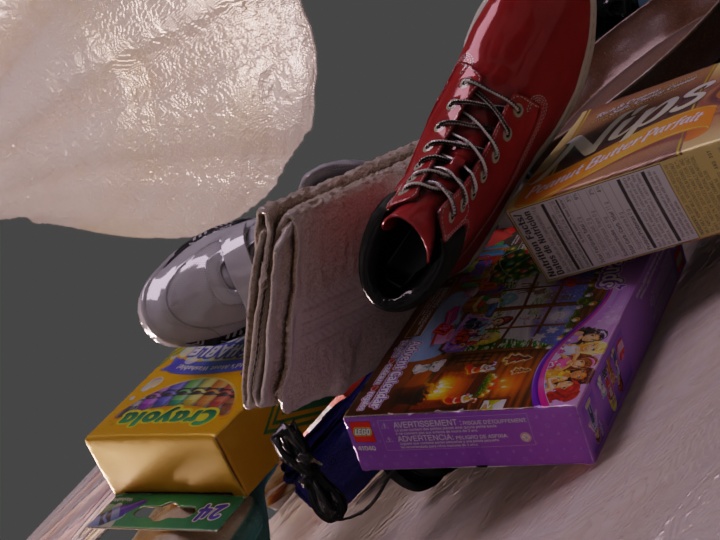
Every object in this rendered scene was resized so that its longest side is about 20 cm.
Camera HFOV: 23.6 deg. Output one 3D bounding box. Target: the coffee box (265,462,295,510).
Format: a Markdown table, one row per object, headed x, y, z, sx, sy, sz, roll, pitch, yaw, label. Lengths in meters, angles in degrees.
| x | y | z | sx | sy | sz | roll | pitch | yaw | label |
| --- | --- | --- | --- | --- | --- | --- | --- | --- | --- |
| -0.086 | 0.116 | 1.368 | 0.115 | 0.080 | 0.200 | -50 | -20 | 0 | coffee box |

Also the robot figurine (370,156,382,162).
| x | y | z | sx | sy | sz | roll | pitch | yaw | label |
| --- | --- | --- | --- | --- | --- | --- | --- | --- | --- |
| 0.021 | -0.003 | 1.462 | 0.200 | 0.125 | 0.150 | -48 | -6 | -32 | robot figurine |

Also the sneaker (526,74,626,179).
| x | y | z | sx | sy | sz | roll | pitch | yaw | label |
| --- | --- | --- | --- | --- | --- | --- | --- | --- | --- |
| 0.192 | -0.090 | 1.243 | 0.199 | 0.070 | 0.093 | -39 | -7 | 12 | sneaker |

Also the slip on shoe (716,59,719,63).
| x | y | z | sx | sy | sz | roll | pitch | yaw | label |
| --- | --- | --- | --- | --- | --- | --- | --- | --- | --- |
| 0.242 | -0.114 | 1.095 | 0.074 | 0.061 | 0.200 | -51 | 6 | -25 | slip on shoe |

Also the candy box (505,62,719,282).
| x | y | z | sx | sy | sz | roll | pitch | yaw | label |
| --- | --- | --- | --- | --- | --- | --- | --- | --- | --- |
| 0.187 | -0.066 | 0.927 | 0.199 | 0.055 | 0.115 | -19 | 21 | 42 | candy box |

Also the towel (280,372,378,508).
| x | y | z | sx | sy | sz | roll | pitch | yaw | label |
| --- | --- | --- | --- | --- | --- | --- | --- | --- | --- |
| 0.028 | 0.081 | 1.189 | 0.200 | 0.050 | 0.148 | -46 | -10 | -2 | towel |

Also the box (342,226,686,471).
| x | y | z | sx | sy | sz | roll | pitch | yaw | label |
| --- | --- | --- | --- | --- | --- | --- | --- | --- | --- |
| 0.091 | 0.036 | 0.961 | 0.136 | 0.039 | 0.200 | -5 | 28 | 29 | box |

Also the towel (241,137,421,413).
| x | y | z | sx | sy | sz | roll | pitch | yaw | label |
| --- | --- | --- | --- | --- | --- | --- | --- | --- | --- |
| 0.000 | 0.000 | 1.024 | 0.200 | 0.034 | 0.133 | -29 | -48 | -51 | towel |

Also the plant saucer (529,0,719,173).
| x | y | z | sx | sy | sz | roll | pitch | yaw | label |
| --- | --- | --- | --- | --- | --- | --- | --- | --- | --- |
| 0.173 | -0.125 | 1.114 | 0.200 | 0.035 | 0.200 | -40 | 9 | 8 | plant saucer |

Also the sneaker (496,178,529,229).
| x | y | z | sx | sy | sz | roll | pitch | yaw | label |
| --- | --- | --- | --- | --- | --- | --- | --- | --- | --- |
| 0.075 | -0.022 | 1.206 | 0.200 | 0.088 | 0.076 | -11 | 64 | 65 | sneaker |

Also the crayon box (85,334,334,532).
| x | y | z | sx | sy | sz | roll | pitch | yaw | label |
| --- | --- | --- | --- | --- | --- | --- | --- | --- | --- |
| -0.091 | 0.089 | 1.140 | 0.125 | 0.052 | 0.200 | -6 | 30 | 40 | crayon box |

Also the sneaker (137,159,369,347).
| x | y | z | sx | sy | sz | roll | pitch | yaw | label |
| --- | --- | --- | --- | --- | --- | --- | --- | --- | --- |
| -0.051 | -0.016 | 1.115 | 0.199 | 0.076 | 0.115 | -24 | -7 | -13 | sneaker |

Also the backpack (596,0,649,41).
| x | y | z | sx | sy | sz | roll | pitch | yaw | label |
| --- | --- | --- | --- | --- | --- | --- | --- | --- | --- |
| 0.225 | -0.186 | 1.315 | 0.198 | 0.136 | 0.183 | -7 | 7 | 13 | backpack |

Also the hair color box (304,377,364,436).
| x | y | z | sx | sy | sz | roll | pitch | yaw | label |
| --- | --- | --- | --- | --- | --- | --- | --- | --- | --- |
| 0.025 | 0.046 | 1.310 | 0.200 | 0.061 | 0.102 | -45 | -24 | -33 | hair color box |

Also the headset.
| x | y | z | sx | sy | sz | roll | pitch | yaw | label |
| --- | --- | --- | --- | --- | --- | --- | --- | --- | --- |
| 0.040 | 0.082 | 1.046 | 0.200 | 0.094 | 0.123 | -37 | 0 | -31 | headset |

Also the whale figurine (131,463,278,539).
| x | y | z | sx | sy | sz | roll | pitch | yaw | label |
| --- | --- | --- | --- | --- | --- | --- | --- | --- | --- |
| -0.095 | 0.192 | 1.140 | 0.159 | 0.104 | 0.201 | -42 | 15 | 47 | whale figurine |

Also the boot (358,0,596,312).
| x | y | z | sx | sy | sz | roll | pitch | yaw | label |
| --- | --- | --- | --- | --- | --- | --- | --- | --- | --- |
| 0.063 | -0.074 | 0.923 | 0.201 | 0.072 | 0.144 | -66 | -10 | 17 | boot |
